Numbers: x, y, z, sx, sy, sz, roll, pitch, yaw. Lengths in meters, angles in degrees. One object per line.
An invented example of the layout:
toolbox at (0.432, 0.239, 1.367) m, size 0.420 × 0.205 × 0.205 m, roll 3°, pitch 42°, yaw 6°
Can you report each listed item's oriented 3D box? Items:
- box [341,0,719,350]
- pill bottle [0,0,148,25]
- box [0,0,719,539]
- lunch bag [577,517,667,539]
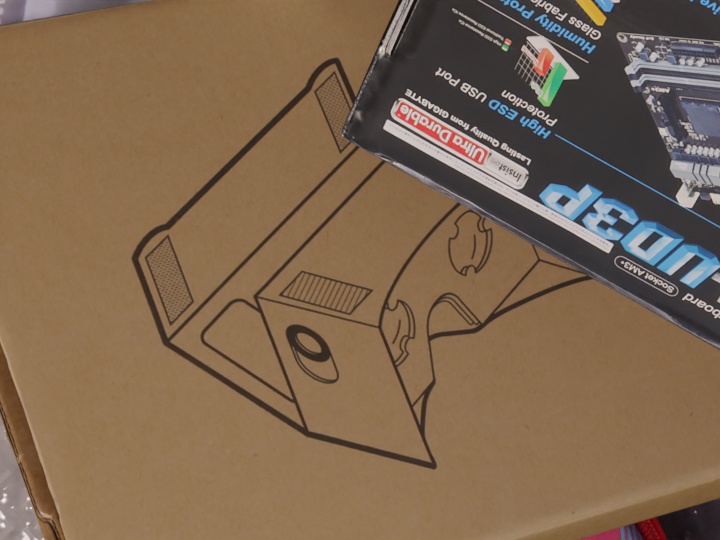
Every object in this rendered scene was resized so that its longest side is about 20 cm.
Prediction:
box at (0.112, -0.050, 0.614) m, size 0.199 × 0.046 × 0.159 m, roll 29°, pitch 131°, yaw 4°
pill bottle at (-0.119, -0.078, 0.747) m, size 0.199 × 0.111 × 0.111 m, roll 11°, pitch 106°, yaw 0°
box at (0.000, 0.000, 0.668) m, size 0.164 × 0.199 × 0.021 m, roll 67°, pitch 153°, yaw 19°
lunch bag at (0.014, 0.137, 0.749) m, size 0.199 × 0.082 × 0.177 m, roll -20°, pitch 104°, yaw 40°
